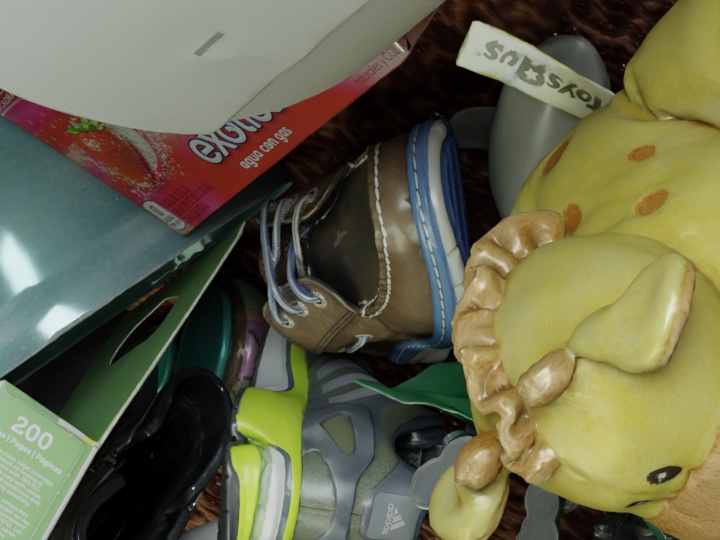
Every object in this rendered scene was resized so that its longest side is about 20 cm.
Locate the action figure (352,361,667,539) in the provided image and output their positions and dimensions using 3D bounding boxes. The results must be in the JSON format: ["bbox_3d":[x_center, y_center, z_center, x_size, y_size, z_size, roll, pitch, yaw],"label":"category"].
[{"bbox_3d":[0.074,0.063,1.017,0.118,0.055,0.200,31,-166,12],"label":"action figure"}]

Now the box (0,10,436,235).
[{"bbox_3d":[-0.039,-0.098,0.873,0.095,0.100,0.200,34,155,-11],"label":"box"}]

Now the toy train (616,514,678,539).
[{"bbox_3d":[0.181,0.146,1.127,0.200,0.087,0.114,14,143,29],"label":"toy train"}]

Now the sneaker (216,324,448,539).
[{"bbox_3d":[-0.006,0.068,1.067,0.081,0.074,0.200,10,-163,2],"label":"sneaker"}]

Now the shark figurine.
[{"bbox_3d":[0.090,0.013,0.967,0.214,0.090,0.128,45,152,-26],"label":"shark figurine"}]

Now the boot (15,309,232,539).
[{"bbox_3d":[-0.093,0.070,1.099,0.070,0.200,0.132,38,132,-21],"label":"boot"}]

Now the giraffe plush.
[{"bbox_3d":[0.097,0.008,0.804,0.200,0.162,0.173,13,132,15],"label":"giraffe plush"}]

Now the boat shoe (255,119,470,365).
[{"bbox_3d":[0.000,0.000,0.991,0.072,0.072,0.200,-4,164,-3],"label":"boat shoe"}]

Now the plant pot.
[{"bbox_3d":[-0.144,-0.030,1.033,0.134,0.200,0.200,55,152,-1],"label":"plant pot"}]

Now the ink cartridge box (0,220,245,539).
[{"bbox_3d":[-0.128,0.067,0.982,0.048,0.200,0.146,34,155,-12],"label":"ink cartridge box"}]

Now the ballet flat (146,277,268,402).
[{"bbox_3d":[-0.060,0.048,1.223,0.071,0.069,0.200,17,163,-19],"label":"ballet flat"}]

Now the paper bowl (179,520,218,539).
[{"bbox_3d":[-0.035,0.174,1.131,0.200,0.104,0.201,-11,142,-9],"label":"paper bowl"}]

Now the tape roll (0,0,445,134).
[{"bbox_3d":[-0.034,-0.148,0.656,0.203,0.203,0.139,35,155,-12],"label":"tape roll"}]
